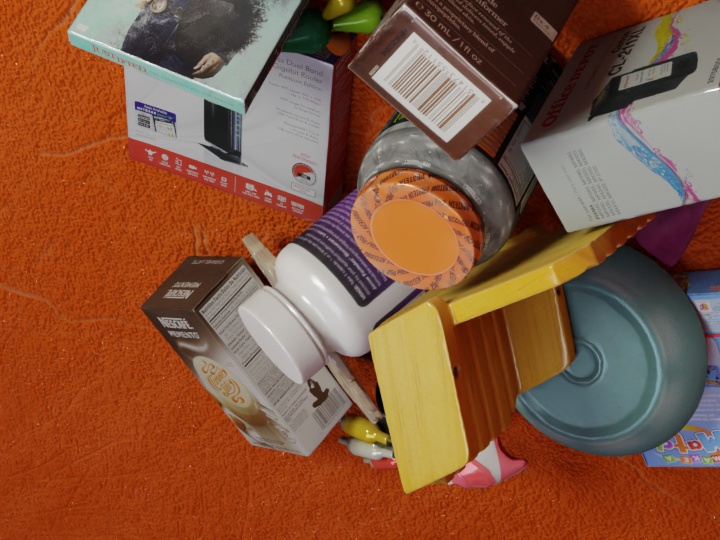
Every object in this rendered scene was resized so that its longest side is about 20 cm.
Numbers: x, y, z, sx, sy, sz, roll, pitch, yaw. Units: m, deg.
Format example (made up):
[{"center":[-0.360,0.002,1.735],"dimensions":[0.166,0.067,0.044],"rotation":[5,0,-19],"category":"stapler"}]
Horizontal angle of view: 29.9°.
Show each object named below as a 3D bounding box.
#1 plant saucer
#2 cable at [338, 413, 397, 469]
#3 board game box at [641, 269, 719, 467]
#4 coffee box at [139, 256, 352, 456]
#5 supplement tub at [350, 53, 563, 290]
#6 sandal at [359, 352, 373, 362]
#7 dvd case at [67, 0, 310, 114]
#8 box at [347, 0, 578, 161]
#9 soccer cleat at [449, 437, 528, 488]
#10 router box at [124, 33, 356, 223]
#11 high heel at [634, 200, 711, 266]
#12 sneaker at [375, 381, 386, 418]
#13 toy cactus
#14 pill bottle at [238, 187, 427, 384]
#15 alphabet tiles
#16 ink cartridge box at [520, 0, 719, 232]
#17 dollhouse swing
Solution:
[{"center":[0.191,0.072,1.143],"dimensions":[0.199,0.036,0.201],"rotation":[11,113,28],"category":"plant saucer"},{"center":[0.055,0.188,1.360],"dimensions":[0.200,0.050,0.097],"rotation":[9,142,55],"category":"cable"},{"center":[0.294,0.089,1.169],"dimensions":[0.151,0.037,0.200],"rotation":[-4,125,33],"category":"board game box"},{"center":[-0.114,0.085,1.354],"dimensions":[0.114,0.080,0.200],"rotation":[-1,131,54],"category":"coffee box"},{"center":[0.075,-0.085,1.012],"dimensions":[0.122,0.200,0.123],"rotation":[17,136,18],"category":"supplement tub"},{"center":[-0.011,0.038,1.259],"dimensions":[0.082,0.050,0.203],"rotation":[12,150,25],"category":"sandal"},{"center":[-0.105,-0.221,0.994],"dimensions":[0.146,0.200,0.022],"rotation":[23,156,10],"category":"dvd case"},{"center":[0.083,-0.177,0.920],"dimensions":[0.100,0.200,0.075],"rotation":[39,135,-9],"category":"box"},{"center":[0.089,0.096,1.205],"dimensions":[0.076,0.067,0.201],"rotation":[-16,92,7],"category":"soccer cleat"},{"center":[-0.108,-0.148,1.173],"dimensions":[0.199,0.049,0.180],"rotation":[19,137,14],"category":"router box"},{"center":[0.280,-0.064,1.012],"dimensions":[0.096,0.067,0.200],"rotation":[53,148,-14],"category":"high heel"},{"center":[0.116,0.107,1.277],"dimensions":[0.199,0.075,0.081],"rotation":[-11,153,28],"category":"sneaker"},{"center":[-0.080,-0.194,1.030],"dimensions":[0.199,0.165,0.102],"rotation":[16,136,4],"category":"toy cactus"},{"center":[0.000,0.000,1.120],"dimensions":[0.111,0.200,0.112],"rotation":[45,164,17],"category":"pill bottle"},{"center":[-0.045,0.054,1.269],"dimensions":[0.200,0.015,0.196],"rotation":[58,174,-25],"category":"alphabet tiles"},{"center":[0.229,-0.116,0.931],"dimensions":[0.199,0.146,0.083],"rotation":[-14,120,38],"category":"ink cartridge box"},{"center":[0.137,0.055,1.027],"dimensions":[0.175,0.200,0.182],"rotation":[-5,105,33],"category":"dollhouse swing"}]
